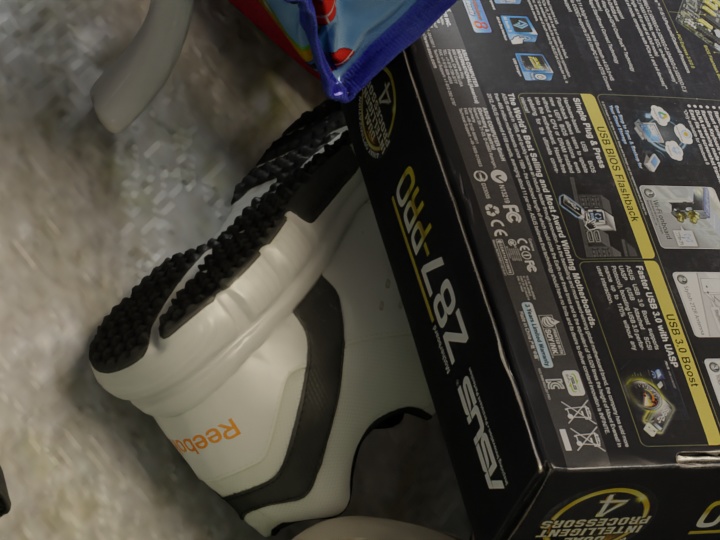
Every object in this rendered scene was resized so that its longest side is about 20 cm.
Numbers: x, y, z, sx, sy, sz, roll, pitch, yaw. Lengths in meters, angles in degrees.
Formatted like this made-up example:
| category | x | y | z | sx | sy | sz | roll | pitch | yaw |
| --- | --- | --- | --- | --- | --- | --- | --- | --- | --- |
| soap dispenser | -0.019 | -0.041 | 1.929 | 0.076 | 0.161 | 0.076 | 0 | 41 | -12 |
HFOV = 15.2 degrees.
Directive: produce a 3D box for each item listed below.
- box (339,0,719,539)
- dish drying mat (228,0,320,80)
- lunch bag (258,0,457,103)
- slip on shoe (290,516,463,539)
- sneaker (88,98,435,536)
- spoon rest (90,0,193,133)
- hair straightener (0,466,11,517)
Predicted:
| category | x | y | z | sx | sy | sz | roll | pitch | yaw |
| --- | --- | --- | --- | --- | --- | --- | --- | --- | --- |
| box | 0.084 | -0.018 | 0.741 | 0.161 | 0.049 | 0.200 | -1 | 53 | -24 |
| dish drying mat | -0.061 | -0.136 | 0.838 | 0.200 | 0.018 | 0.077 | 41 | 41 | -24 |
| lunch bag | 0.022 | -0.171 | 0.709 | 0.151 | 0.200 | 0.094 | 55 | 4 | 32 |
| slip on shoe | 0.050 | 0.126 | 0.767 | 0.200 | 0.076 | 0.061 | 29 | 9 | -23 |
| sneaker | 0.000 | 0.000 | 0.786 | 0.080 | 0.074 | 0.200 | 55 | 47 | -14 |
| spoon rest | -0.112 | -0.131 | 0.734 | 0.200 | 0.061 | 0.099 | 49 | 4 | -19 |
| hair straightener | -0.133 | -0.002 | 0.666 | 0.077 | 0.041 | 0.200 | 7 | 66 | -45 |
